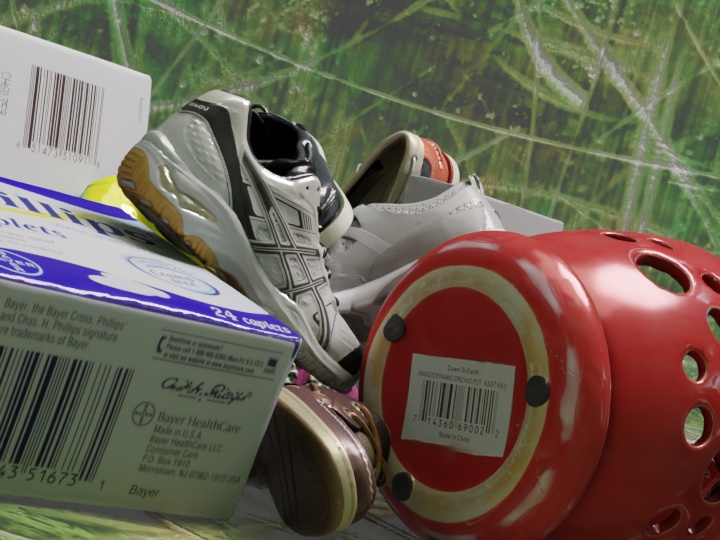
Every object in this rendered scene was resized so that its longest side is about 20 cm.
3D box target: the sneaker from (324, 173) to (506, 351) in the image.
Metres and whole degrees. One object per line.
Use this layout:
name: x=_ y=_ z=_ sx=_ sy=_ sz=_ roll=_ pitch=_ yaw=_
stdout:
sneaker: x=0.000 y=0.000 z=1.007 sx=0.199 sy=0.082 sz=0.075 roll=-16 pitch=-29 yaw=3

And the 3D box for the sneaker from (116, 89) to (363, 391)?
sneaker: x=-0.043 y=-0.015 z=0.880 sx=0.076 sy=0.088 sz=0.200 roll=26 pitch=-21 yaw=53

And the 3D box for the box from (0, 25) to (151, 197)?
box: x=-0.273 y=-0.068 z=1.170 sx=0.130 sy=0.201 sz=0.199 roll=4 pitch=-4 yaw=31

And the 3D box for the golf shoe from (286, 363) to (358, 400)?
golf shoe: x=-0.098 y=0.077 z=0.993 sx=0.199 sy=0.076 sz=0.092 roll=18 pitch=-15 yaw=6

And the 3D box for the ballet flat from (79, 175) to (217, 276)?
ballet flat: x=-0.136 y=0.018 z=1.148 sx=0.200 sy=0.067 sz=0.067 roll=48 pitch=33 yaw=-3

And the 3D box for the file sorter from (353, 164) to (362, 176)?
file sorter: x=0.032 y=0.028 z=1.364 sx=0.138 sy=0.201 sz=0.125 roll=16 pitch=-2 yaw=-4

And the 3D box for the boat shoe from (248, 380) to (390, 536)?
boat shoe: x=-0.018 y=0.090 z=0.841 sx=0.072 sy=0.073 sz=0.200 roll=-11 pitch=4 yaw=-15

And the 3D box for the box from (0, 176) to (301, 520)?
box: x=-0.165 y=0.027 z=0.783 sx=0.183 sy=0.105 sz=0.200 roll=15 pitch=11 yaw=-42

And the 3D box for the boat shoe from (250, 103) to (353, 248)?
boat shoe: x=-0.067 y=-0.075 z=1.035 sx=0.066 sy=0.074 sz=0.200 roll=55 pitch=2 yaw=-31

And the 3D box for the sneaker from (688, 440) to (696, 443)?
sneaker: x=0.231 y=0.159 z=1.175 sx=0.084 sy=0.077 sz=0.200 roll=11 pitch=1 yaw=6

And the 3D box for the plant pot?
plant pot: x=0.113 y=0.069 z=0.900 sx=0.182 sy=0.201 sz=0.200 roll=11 pitch=5 yaw=-42

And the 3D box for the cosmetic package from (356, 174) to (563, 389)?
cosmetic package: x=0.068 y=0.044 z=1.153 sx=0.052 sy=0.201 sz=0.151 roll=16 pitch=1 yaw=34

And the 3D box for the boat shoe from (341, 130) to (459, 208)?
boat shoe: x=-0.011 y=-0.019 z=1.164 sx=0.062 sy=0.200 sz=0.071 roll=24 pitch=22 yaw=-54

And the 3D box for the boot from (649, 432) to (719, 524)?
boot: x=0.183 y=0.123 z=0.995 sx=0.199 sy=0.073 sz=0.144 roll=19 pitch=-28 yaw=16
